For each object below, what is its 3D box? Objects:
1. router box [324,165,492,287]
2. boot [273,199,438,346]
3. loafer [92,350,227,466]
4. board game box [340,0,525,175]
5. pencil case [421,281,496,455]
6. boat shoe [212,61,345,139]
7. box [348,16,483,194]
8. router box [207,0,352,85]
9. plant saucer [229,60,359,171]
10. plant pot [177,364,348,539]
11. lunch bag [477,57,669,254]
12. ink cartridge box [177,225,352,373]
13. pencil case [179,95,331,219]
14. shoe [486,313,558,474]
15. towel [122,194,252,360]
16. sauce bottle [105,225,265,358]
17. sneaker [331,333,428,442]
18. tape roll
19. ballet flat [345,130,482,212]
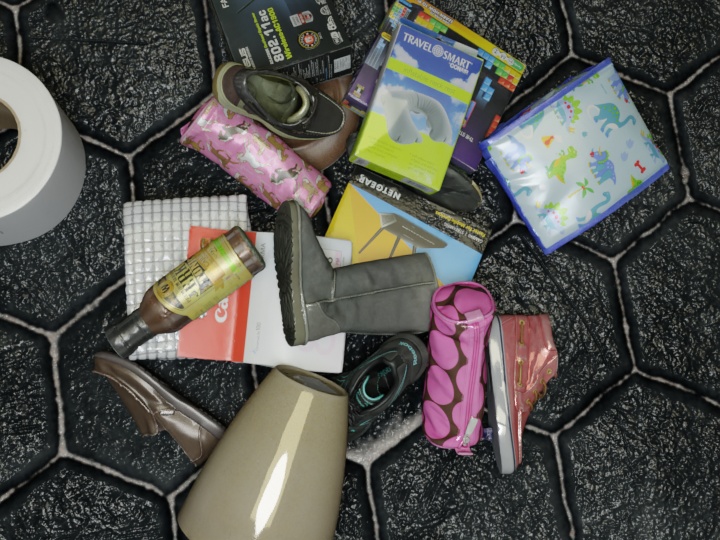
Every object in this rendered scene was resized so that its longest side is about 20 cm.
[{"bbox_3d":[0.052,-0.024,1.204,0.197,0.051,0.151,24,83,0],"label":"router box"},{"bbox_3d":[-0.001,-0.001,1.098,0.197,0.072,0.185,-8,104,-22],"label":"boot"},{"bbox_3d":[-0.255,0.171,1.139,0.199,0.073,0.071,35,81,2],"label":"loafer"},{"bbox_3d":[0.097,-0.247,1.224,0.198,0.057,0.167,28,79,-10],"label":"board game box"},{"bbox_3d":[0.122,0.120,1.125,0.089,0.094,0.203,-2,116,-3],"label":"pencil case"},{"bbox_3d":[-0.087,-0.201,1.127,0.199,0.066,0.073,13,95,-44],"label":"boat shoe"},{"bbox_3d":[0.074,-0.213,1.165,0.120,0.048,0.203,20,83,-11],"label":"box"},{"bbox_3d":[-0.111,-0.328,1.203,0.148,0.062,0.202,-19,67,-8],"label":"router box"},{"bbox_3d":[-0.097,-0.225,1.232,0.197,0.037,0.204,1,82,-4],"label":"plant saucer"},{"bbox_3d":[-0.089,0.221,1.068,0.185,0.187,0.203,21,93,-1],"label":"plant pot"},{"bbox_3d":[0.267,-0.144,1.195,0.199,0.127,0.171,-36,96,-18],"label":"lunch bag"},{"bbox_3d":[-0.113,0.035,1.119,0.197,0.057,0.166,7,84,-21],"label":"ink cartridge box"},{"bbox_3d":[-0.132,-0.137,1.171,0.199,0.083,0.087,39,97,-12],"label":"pencil case"},{"bbox_3d":[0.209,0.154,1.182,0.089,0.072,0.204,-3,79,-2],"label":"shoe"},{"bbox_3d":[-0.213,0.011,1.162,0.163,0.086,0.204,-4,87,-13],"label":"towel"},{"bbox_3d":[-0.205,0.029,1.075,0.199,0.065,0.065,-37,86,-3],"label":"sauce bottle"},{"bbox_3d":[-0.003,0.152,1.125,0.075,0.079,0.200,45,116,8],"label":"sneaker"},{"bbox_3d":[-0.452,-0.145,1.138,0.199,0.139,0.207,1,81,-5],"label":"tape roll"},{"bbox_3d":[0.074,-0.138,1.224,0.198,0.057,0.067,26,122,-6],"label":"ballet flat"}]
